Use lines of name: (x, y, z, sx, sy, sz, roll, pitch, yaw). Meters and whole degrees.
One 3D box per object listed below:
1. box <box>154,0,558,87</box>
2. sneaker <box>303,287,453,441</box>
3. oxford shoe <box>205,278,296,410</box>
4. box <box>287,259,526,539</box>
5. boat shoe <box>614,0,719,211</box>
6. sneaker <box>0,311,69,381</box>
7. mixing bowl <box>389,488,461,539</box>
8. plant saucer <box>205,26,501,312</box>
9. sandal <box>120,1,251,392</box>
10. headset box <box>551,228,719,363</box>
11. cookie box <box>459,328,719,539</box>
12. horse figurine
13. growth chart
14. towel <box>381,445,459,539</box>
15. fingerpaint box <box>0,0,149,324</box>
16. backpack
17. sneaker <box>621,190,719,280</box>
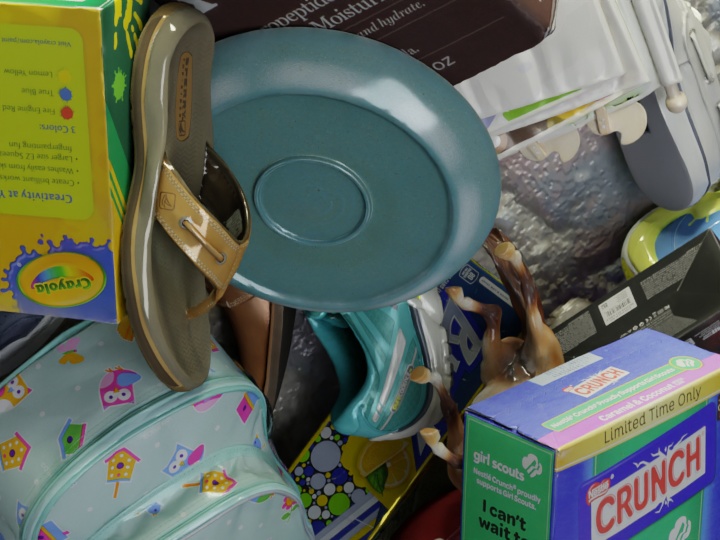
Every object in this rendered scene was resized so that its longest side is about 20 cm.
box: (-0.013, -0.207, 1.186, 0.200, 0.165, 0.165, 36, 48, -33)
sneaker: (0.000, 0.000, 1.327, 0.079, 0.077, 0.201, -10, 85, -25)
oxford shoe: (-0.071, -0.007, 1.341, 0.071, 0.071, 0.201, 1, 115, 4)
box: (0.026, 0.086, 1.402, 0.070, 0.064, 0.200, 37, 91, 6)
boat shoe: (0.187, -0.136, 1.412, 0.066, 0.072, 0.201, -38, 116, -30)
sneaker: (-0.185, -0.041, 1.252, 0.108, 0.070, 0.200, 42, 81, -38)
mixing bowl: (0.079, 0.211, 1.422, 0.199, 0.108, 0.201, -9, 110, -26)
plant saucer: (-0.024, -0.044, 1.222, 0.199, 0.028, 0.201, 6, 135, 6)
sandal: (-0.082, -0.034, 1.151, 0.054, 0.080, 0.201, 6, 101, 17)
headset box: (0.216, 0.093, 1.432, 0.148, 0.075, 0.200, -33, 126, 13)
cookie box: (0.134, 0.155, 1.296, 0.171, 0.075, 0.201, -20, 119, -42)
horse figurine: (0.076, 0.072, 1.310, 0.133, 0.050, 0.201, 58, 43, -42)
growth chart: (0.089, -0.124, 1.353, 0.199, 0.018, 0.145, -13, 120, 4)
towel: (0.076, 0.179, 1.496, 0.148, 0.036, 0.201, 3, 106, -28)
fingerpaint box: (-0.207, -0.070, 1.166, 0.199, 0.073, 0.168, 5, 112, 15)
backpack: (-0.123, 0.119, 1.267, 0.175, 0.153, 0.200, -32, 143, -11)
sneaker: (0.272, -0.029, 1.475, 0.199, 0.105, 0.076, -32, 121, -12)
